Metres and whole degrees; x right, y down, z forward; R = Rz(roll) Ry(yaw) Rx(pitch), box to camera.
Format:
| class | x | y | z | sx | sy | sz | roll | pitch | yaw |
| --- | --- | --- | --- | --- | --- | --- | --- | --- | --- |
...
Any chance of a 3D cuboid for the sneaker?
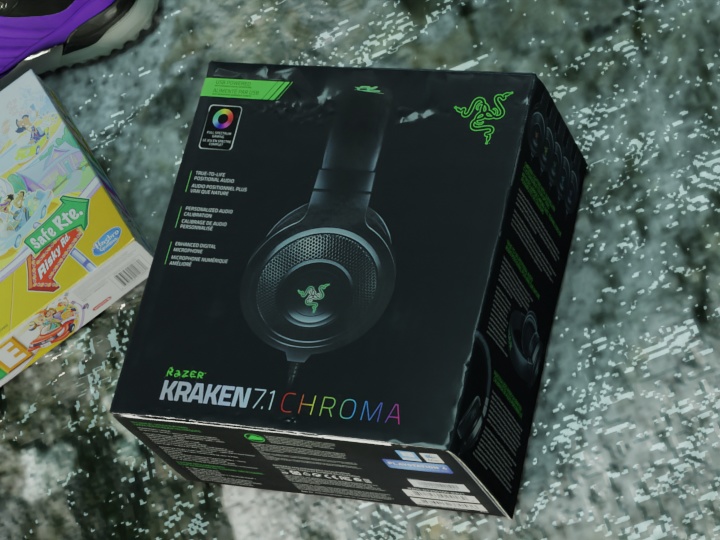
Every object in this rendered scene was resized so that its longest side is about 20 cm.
| class | x | y | z | sx | sy | sz | roll | pitch | yaw |
| --- | --- | --- | --- | --- | --- | --- | --- | --- | --- |
| sneaker | -0.215 | -0.134 | 1.260 | 0.200 | 0.100 | 0.070 | -29 | 56 | 6 |

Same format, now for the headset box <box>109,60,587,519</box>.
| class | x | y | z | sx | sy | sz | roll | pitch | yaw |
| --- | --- | --- | --- | --- | --- | --- | --- | --- | --- |
| headset box | 0.000 | 0.000 | 1.109 | 0.173 | 0.093 | 0.201 | 5 | 67 | 24 |

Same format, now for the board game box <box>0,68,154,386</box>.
| class | x | y | z | sx | sy | sz | roll | pitch | yaw |
| --- | --- | --- | --- | --- | --- | --- | --- | --- | --- |
| board game box | -0.217 | 0.004 | 1.233 | 0.200 | 0.034 | 0.135 | -37 | 57 | 2 |
